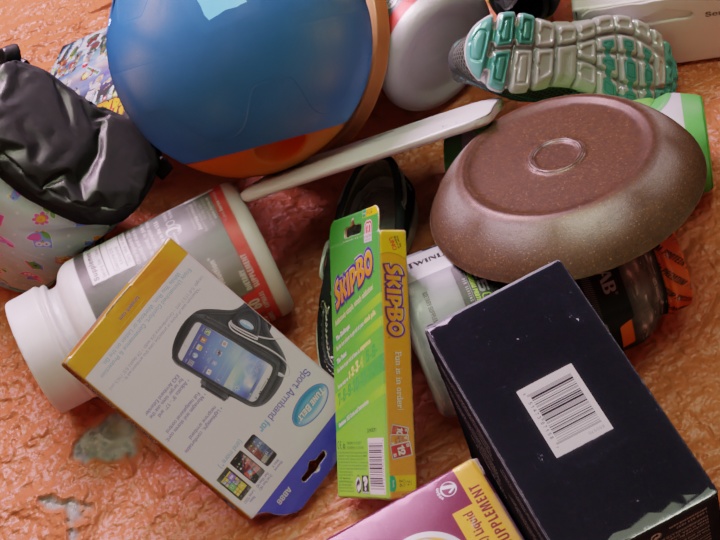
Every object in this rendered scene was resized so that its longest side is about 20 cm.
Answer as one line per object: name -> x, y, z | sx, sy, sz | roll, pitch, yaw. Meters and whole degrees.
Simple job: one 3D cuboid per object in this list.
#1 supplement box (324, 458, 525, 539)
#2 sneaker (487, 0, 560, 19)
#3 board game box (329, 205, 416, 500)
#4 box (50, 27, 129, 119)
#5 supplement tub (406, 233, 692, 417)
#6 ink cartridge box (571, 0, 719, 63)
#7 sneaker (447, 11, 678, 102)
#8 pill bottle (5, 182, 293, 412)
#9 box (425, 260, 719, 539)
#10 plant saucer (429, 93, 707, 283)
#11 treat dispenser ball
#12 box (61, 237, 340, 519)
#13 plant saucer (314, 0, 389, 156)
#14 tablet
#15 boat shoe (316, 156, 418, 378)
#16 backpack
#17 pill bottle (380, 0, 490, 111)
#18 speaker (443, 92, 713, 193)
supplement box -> 0.026, 0.236, 1.089 | 0.199, 0.103, 0.131 | -29, 53, -5
sneaker -> 0.127, -0.231, 1.359 | 0.074, 0.200, 0.085 | -20, 81, 15
board game box -> 0.007, 0.059, 1.177 | 0.030, 0.095, 0.201 | -3, 85, -23
box -> -0.205, -0.157, 1.426 | 0.199, 0.040, 0.138 | -14, 48, 41
supplement tub -> 0.129, 0.017, 1.205 | 0.199, 0.123, 0.123 | -22, 52, 0
ink cartridge box -> 0.248, -0.270, 1.400 | 0.144, 0.084, 0.201 | -7, 53, 11
sneaker -> 0.159, -0.166, 1.332 | 0.199, 0.091, 0.078 | 8, 88, -23
pill bottle -> -0.163, 0.024, 1.290 | 0.199, 0.114, 0.114 | -27, 52, -3
box -> 0.143, 0.132, 1.080 | 0.104, 0.182, 0.200 | -26, 53, -4
plant saucer -> 0.141, -0.069, 1.174 | 0.199, 0.037, 0.201 | -13, 37, 10
treat dispenser ball -> -0.091, -0.170, 1.256 | 0.200, 0.201, 0.202 | -8, 53, 11
box -> -0.103, 0.086, 1.214 | 0.200, 0.041, 0.119 | 42, 76, -10
plant saucer -> -0.059, -0.187, 1.385 | 0.200, 0.032, 0.202 | 1, 91, 43
tablet -> 0.012, -0.095, 1.288 | 0.199, 0.014, 0.130 | -17, 8, 13
boat shoe -> 0.000, 0.000, 1.293 | 0.075, 0.060, 0.201 | -3, 54, 14
backpack -> -0.265, -0.069, 1.340 | 0.167, 0.200, 0.127 | 36, 59, -13
pill bottle -> 0.008, -0.230, 1.423 | 0.116, 0.116, 0.200 | -39, 53, -13
speaker -> 0.168, -0.085, 1.290 | 0.199, 0.089, 0.089 | -7, 53, 11
